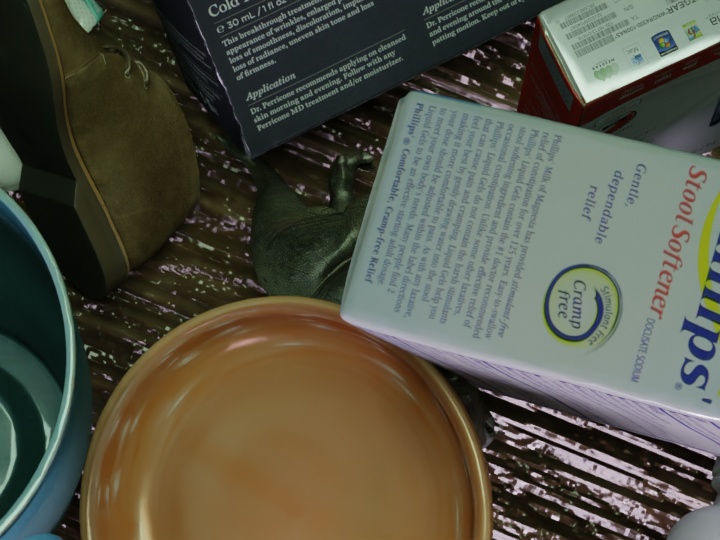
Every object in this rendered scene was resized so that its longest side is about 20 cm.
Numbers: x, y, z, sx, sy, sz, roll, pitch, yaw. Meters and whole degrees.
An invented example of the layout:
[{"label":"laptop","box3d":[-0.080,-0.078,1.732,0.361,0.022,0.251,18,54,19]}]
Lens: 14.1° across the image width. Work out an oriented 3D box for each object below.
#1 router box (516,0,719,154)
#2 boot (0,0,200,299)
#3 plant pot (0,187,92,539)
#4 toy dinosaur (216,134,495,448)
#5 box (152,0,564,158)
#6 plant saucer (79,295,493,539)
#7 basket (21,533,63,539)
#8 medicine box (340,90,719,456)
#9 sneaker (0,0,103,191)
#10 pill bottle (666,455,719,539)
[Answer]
[{"label":"router box","box3d":[0.173,-0.108,1.357,0.199,0.180,0.049,-25,76,-7]},{"label":"boot","box3d":[-0.133,-0.089,1.357,0.075,0.201,0.073,-36,38,-25]},{"label":"plant pot","box3d":[-0.207,0.064,1.292,0.199,0.188,0.201,-1,75,5]},{"label":"toy dinosaur","box3d":[0.000,0.000,1.377,0.200,0.077,0.102,39,70,6]},{"label":"box","box3d":[-0.011,-0.187,1.366,0.199,0.104,0.183,-26,121,-9]},{"label":"plant saucer","box3d":[-0.032,0.112,1.335,0.199,0.037,0.202,-1,88,20]},{"label":"basket","box3d":[-0.167,0.211,1.244,0.176,0.200,0.139,-35,49,-7]},{"label":"medicine box","box3d":[0.120,0.011,1.234,0.199,0.182,0.104,14,84,21]},{"label":"sneaker","box3d":[-0.167,-0.138,1.391,0.088,0.075,0.201,0,107,-6]},{"label":"pill bottle","box3d":[0.181,0.178,1.314,0.112,0.113,0.201,16,74,3]}]
